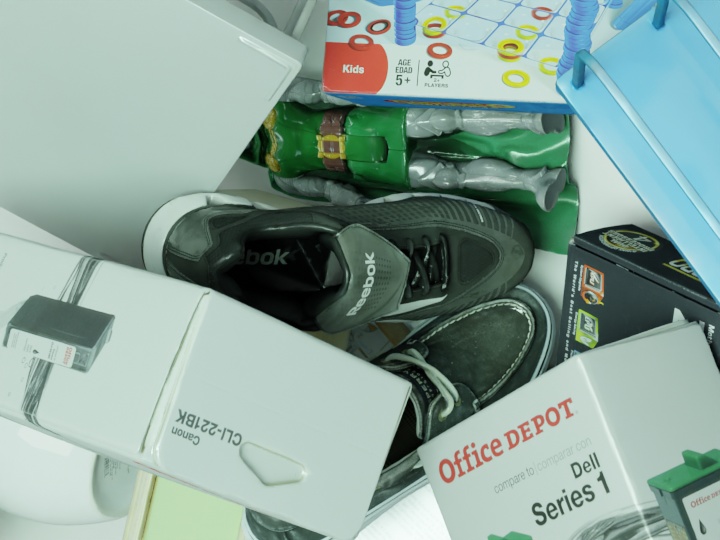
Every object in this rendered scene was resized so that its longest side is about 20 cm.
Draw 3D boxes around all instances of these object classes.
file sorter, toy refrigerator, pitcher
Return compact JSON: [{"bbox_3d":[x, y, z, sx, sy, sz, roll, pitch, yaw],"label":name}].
[{"bbox_3d":[-0.111,-0.118,1.217,0.139,0.125,0.200,29,139,-9],"label":"file sorter"},{"bbox_3d":[0.205,-0.094,1.067,0.200,0.123,0.139,-36,84,2],"label":"file sorter"},{"bbox_3d":[-0.061,0.063,1.280,0.076,0.070,0.200,18,99,23],"label":"toy refrigerator"},{"bbox_3d":[-0.202,0.086,1.386,0.200,0.121,0.172,22,131,28],"label":"pitcher"}]

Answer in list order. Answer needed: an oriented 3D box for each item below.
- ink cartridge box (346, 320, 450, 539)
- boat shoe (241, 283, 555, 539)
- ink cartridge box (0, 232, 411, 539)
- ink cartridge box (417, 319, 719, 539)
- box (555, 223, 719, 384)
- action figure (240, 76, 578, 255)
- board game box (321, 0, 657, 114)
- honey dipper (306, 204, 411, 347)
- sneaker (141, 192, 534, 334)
[{"bbox_3d":[0.011,0.105,1.338,0.163,0.057,0.200,44,94,9],"label":"ink cartridge box"},{"bbox_3d":[0.025,0.073,1.227,0.072,0.071,0.200,43,72,14],"label":"boat shoe"},{"bbox_3d":[-0.098,0.051,1.149,0.200,0.144,0.084,15,81,46],"label":"ink cartridge box"},{"bbox_3d":[0.125,0.143,1.148,0.146,0.084,0.200,-36,71,51],"label":"ink cartridge box"},{"bbox_3d":[0.161,0.096,1.199,0.161,0.049,0.200,28,121,44],"label":"box"},{"bbox_3d":[0.011,-0.067,1.285,0.200,0.055,0.118,4,106,27],"label":"action figure"},{"bbox_3d":[0.088,-0.176,1.196,0.200,0.056,0.196,4,88,22],"label":"board game box"},{"bbox_3d":[0.029,0.042,1.295,0.038,0.038,0.200,-44,77,25],"label":"honey dipper"},{"bbox_3d":[0.000,0.000,1.187,0.200,0.090,0.066,1,103,-20],"label":"sneaker"}]
